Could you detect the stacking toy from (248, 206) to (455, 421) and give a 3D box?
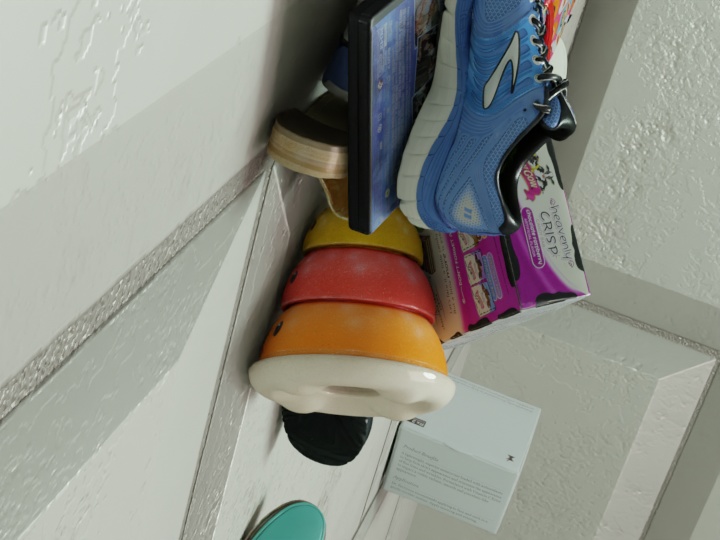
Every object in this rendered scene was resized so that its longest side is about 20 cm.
[{"bbox_3d":[0.000,0.000,1.034,0.146,0.145,0.201,79,15,-74],"label":"stacking toy"}]

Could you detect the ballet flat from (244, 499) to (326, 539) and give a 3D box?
[{"bbox_3d":[-0.095,0.283,1.235,0.200,0.068,0.067,-56,-176,-37],"label":"ballet flat"}]

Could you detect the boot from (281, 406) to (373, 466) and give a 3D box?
[{"bbox_3d":[0.005,0.044,1.207,0.168,0.076,0.201,-54,157,-47],"label":"boot"}]

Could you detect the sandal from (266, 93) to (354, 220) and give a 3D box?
[{"bbox_3d":[-0.008,-0.064,0.911,0.212,0.077,0.070,-25,137,-66],"label":"sandal"}]

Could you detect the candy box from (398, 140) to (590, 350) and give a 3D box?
[{"bbox_3d":[0.077,-0.022,1.043,0.200,0.061,0.137,-28,-107,64],"label":"candy box"}]

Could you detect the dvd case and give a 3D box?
[{"bbox_3d":[0.049,-0.130,0.864,0.200,0.017,0.143,-46,147,-43],"label":"dvd case"}]

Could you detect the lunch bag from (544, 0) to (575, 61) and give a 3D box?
[{"bbox_3d":[0.173,-0.275,1.526,0.177,0.082,0.200,-64,169,-12],"label":"lunch bag"}]

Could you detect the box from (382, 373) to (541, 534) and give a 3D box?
[{"bbox_3d":[0.163,0.283,2.308,0.200,0.198,0.131,-54,163,-59],"label":"box"}]

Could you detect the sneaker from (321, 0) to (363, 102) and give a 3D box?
[{"bbox_3d":[0.046,-0.183,0.937,0.199,0.080,0.116,-51,162,-60],"label":"sneaker"}]

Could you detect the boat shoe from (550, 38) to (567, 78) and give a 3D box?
[{"bbox_3d":[0.250,-0.255,2.142,0.062,0.073,0.201,4,-103,54],"label":"boat shoe"}]

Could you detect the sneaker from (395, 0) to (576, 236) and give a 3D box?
[{"bbox_3d":[0.090,-0.114,0.833,0.078,0.089,0.201,-6,112,-65],"label":"sneaker"}]
